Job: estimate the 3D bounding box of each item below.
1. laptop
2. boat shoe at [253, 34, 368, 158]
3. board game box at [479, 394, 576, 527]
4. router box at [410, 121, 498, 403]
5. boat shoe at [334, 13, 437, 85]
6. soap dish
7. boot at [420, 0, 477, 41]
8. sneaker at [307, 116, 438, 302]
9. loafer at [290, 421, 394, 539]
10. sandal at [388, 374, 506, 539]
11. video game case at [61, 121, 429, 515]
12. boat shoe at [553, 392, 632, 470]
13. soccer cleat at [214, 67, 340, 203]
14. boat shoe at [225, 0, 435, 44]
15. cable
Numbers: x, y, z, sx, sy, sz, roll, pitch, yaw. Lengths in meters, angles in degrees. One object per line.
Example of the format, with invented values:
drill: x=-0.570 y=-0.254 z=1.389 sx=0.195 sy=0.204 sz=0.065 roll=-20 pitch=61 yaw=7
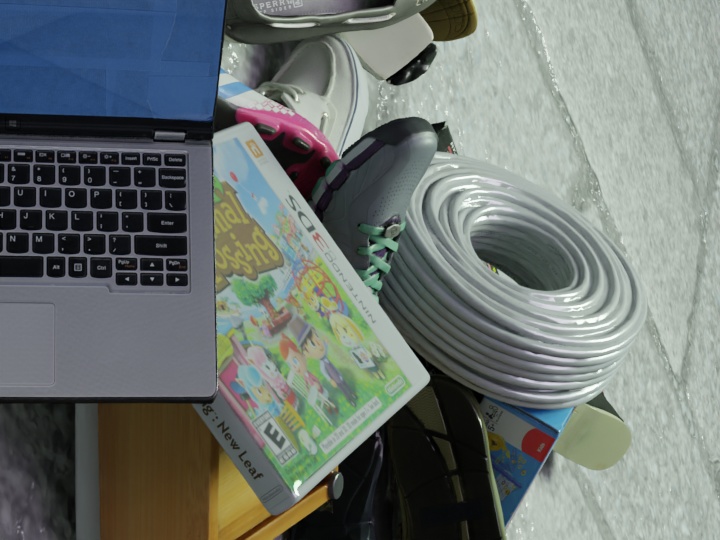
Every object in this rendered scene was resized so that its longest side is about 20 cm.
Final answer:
laptop: x=-0.150 y=-0.052 z=0.750 sx=0.116 sy=0.187 sz=0.201 roll=125 pitch=-36 yaw=-70
boat shoe: x=-0.048 y=-0.091 z=1.150 sx=0.070 sy=0.071 sz=0.200 roll=55 pitch=41 yaw=-45
board game box: x=0.101 y=0.134 z=1.244 sx=0.200 sy=0.056 sz=0.196 roll=-65 pitch=170 yaw=28
router box: x=0.047 y=0.009 z=1.308 sx=0.150 sy=0.062 sz=0.200 roll=-49 pitch=124 yaw=-57
boat shoe: x=-0.031 y=-0.216 z=1.248 sx=0.200 sy=0.075 sz=0.093 roll=52 pitch=-5 yaw=-16
soap dish: x=-0.077 y=0.082 z=0.964 sx=0.200 sy=0.081 sz=0.158 roll=-24 pitch=118 yaw=-65
boot: x=0.041 y=-0.292 z=1.409 sx=0.200 sy=0.072 sz=0.155 roll=45 pitch=39 yaw=-49
sneaker: x=0.000 y=0.000 z=1.050 sx=0.074 sy=0.200 sz=0.088 roll=-7 pitch=54 yaw=-47
loafer: x=-0.011 y=0.146 z=1.137 sx=0.072 sy=0.073 sz=0.201 roll=31 pitch=62 yaw=-68
sandal: x=0.058 y=0.164 z=1.130 sx=0.057 sy=0.080 sz=0.202 roll=-87 pitch=175 yaw=-82
video game case: x=-0.052 y=0.015 z=0.902 sx=0.182 sy=0.022 sz=0.200 roll=54 pitch=25 yaw=1
boat shoe: x=0.160 y=0.108 z=1.510 sx=0.201 sy=0.074 sz=0.063 roll=36 pitch=12 yaw=-42
soccer cleat: x=-0.083 y=-0.095 z=1.038 sx=0.200 sy=0.070 sz=0.086 roll=32 pitch=24 yaw=-42
boat shoe: x=-0.006 y=-0.192 z=1.167 sx=0.200 sy=0.057 sz=0.067 roll=-19 pitch=97 yaw=-28
cable: x=0.094 y=0.003 z=1.154 sx=0.200 sy=0.069 sz=0.200 roll=-11 pitch=51 yaw=-45
